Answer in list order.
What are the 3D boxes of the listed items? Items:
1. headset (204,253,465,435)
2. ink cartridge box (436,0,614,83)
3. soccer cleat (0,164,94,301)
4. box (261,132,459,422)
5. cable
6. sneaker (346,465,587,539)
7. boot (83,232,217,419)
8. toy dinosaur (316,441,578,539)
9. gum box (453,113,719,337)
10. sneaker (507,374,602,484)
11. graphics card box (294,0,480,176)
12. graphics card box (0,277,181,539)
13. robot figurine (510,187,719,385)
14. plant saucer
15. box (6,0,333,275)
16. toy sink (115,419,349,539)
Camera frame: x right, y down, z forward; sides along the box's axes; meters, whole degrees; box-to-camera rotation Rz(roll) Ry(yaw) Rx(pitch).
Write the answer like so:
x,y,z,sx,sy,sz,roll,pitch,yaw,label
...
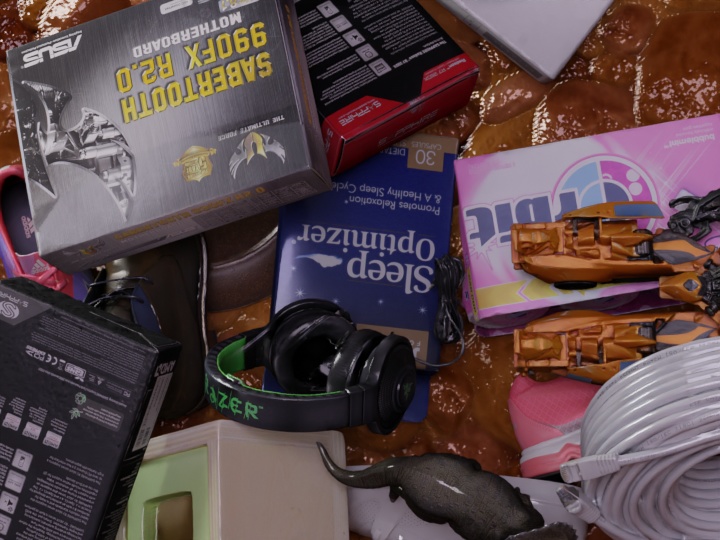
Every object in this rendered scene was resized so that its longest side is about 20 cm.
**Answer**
x,y,z,sx,sy,sz,roll,pitch,yaw,label
-0.010,0.049,1.622,0.123,0.200,0.094,25,119,46,headset
0.107,-0.261,1.734,0.200,0.045,0.176,37,85,-4,ink cartridge box
-0.213,0.019,1.724,0.068,0.073,0.200,-22,78,1,soccer cleat
0.000,0.000,1.705,0.121,0.032,0.200,7,80,-8,box
0.239,0.119,1.582,0.200,0.200,0.069,-24,50,20,cable
0.050,0.195,1.649,0.200,0.074,0.116,5,75,8,sneaker
-0.150,0.007,1.679,0.075,0.097,0.200,-15,93,19,boot
0.068,0.148,1.577,0.200,0.102,0.077,38,77,5,toy dinosaur
0.161,-0.029,1.689,0.200,0.066,0.114,-10,75,5,gum box
0.191,0.074,1.658,0.200,0.074,0.087,-21,74,3,sneaker
-0.027,-0.169,1.721,0.125,0.051,0.200,-30,66,-27,graphics card box
-0.209,0.118,1.609,0.125,0.051,0.200,21,101,14,graphics card box
0.199,0.016,1.607,0.200,0.058,0.145,-3,79,7,robot figurine
-0.109,-0.071,1.754,0.200,0.034,0.201,-1,77,7,plant saucer
-0.130,-0.102,1.651,0.200,0.048,0.159,-17,68,14,box
-0.089,0.209,1.616,0.130,0.112,0.200,-18,70,50,toy sink
